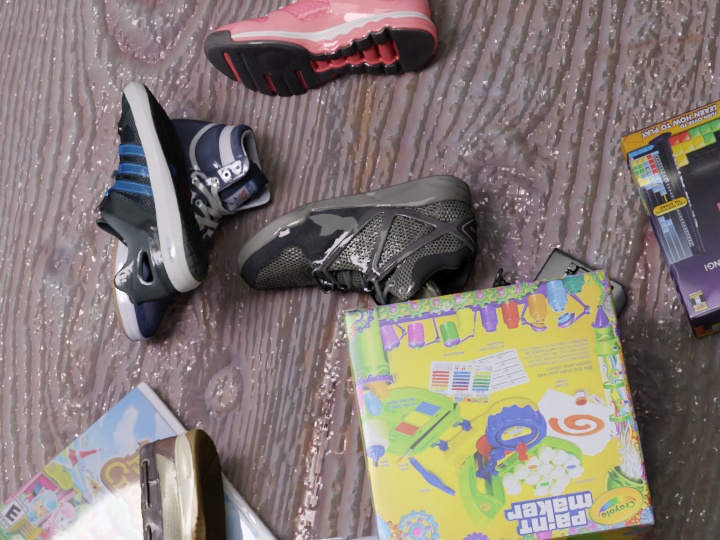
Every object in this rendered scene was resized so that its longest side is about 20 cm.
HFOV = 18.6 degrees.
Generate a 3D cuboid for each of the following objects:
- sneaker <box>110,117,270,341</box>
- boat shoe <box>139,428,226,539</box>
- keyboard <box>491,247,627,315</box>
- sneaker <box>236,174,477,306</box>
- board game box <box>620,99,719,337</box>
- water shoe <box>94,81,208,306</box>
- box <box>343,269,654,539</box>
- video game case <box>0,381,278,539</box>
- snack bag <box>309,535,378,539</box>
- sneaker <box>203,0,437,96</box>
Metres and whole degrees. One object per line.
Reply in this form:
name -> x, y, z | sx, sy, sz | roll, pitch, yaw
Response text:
sneaker -> -0.138, -0.037, 1.819 | 0.108, 0.070, 0.201 | 1, 67, 16
boat shoe -> -0.141, 0.225, 1.705 | 0.065, 0.073, 0.201 | -11, 65, 22
keyboard -> 0.118, 0.071, 1.731 | 0.104, 0.040, 0.200 | 28, 78, 21
sneaker -> 0.000, 0.000, 1.767 | 0.199, 0.076, 0.115 | -12, 61, 4
board game box -> 0.325, -0.060, 1.720 | 0.199, 0.057, 0.166 | -21, 65, 6
water shoe -> -0.182, -0.065, 1.765 | 0.079, 0.072, 0.201 | -22, 56, 9
box -> 0.100, 0.120, 1.642 | 0.199, 0.122, 0.193 | -8, 75, 0
video game case -> -0.182, 0.218, 1.761 | 0.182, 0.022, 0.200 | -41, 66, -3
snack bag -> 0.048, 0.287, 1.678 | 0.188, 0.021, 0.201 | -10, 68, 11
sneaker -> -0.033, -0.206, 1.867 | 0.199, 0.074, 0.087 | -5, 55, 8
